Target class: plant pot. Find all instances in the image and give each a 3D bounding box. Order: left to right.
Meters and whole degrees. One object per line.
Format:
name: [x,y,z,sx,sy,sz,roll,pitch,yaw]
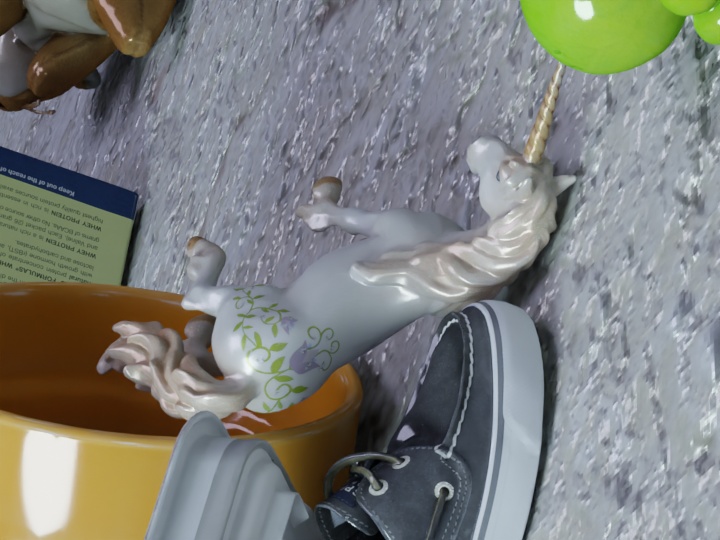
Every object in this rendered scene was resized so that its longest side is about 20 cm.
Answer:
plant pot: [-0.110,0.121,1.112,0.200,0.200,0.184,-128,44,-68]

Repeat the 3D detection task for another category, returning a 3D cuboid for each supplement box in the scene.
supplement box: [-0.260,0.035,1.559,0.134,0.200,0.200,138,146,-56]

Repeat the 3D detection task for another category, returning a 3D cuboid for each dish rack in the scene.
dish rack: [-0.044,0.169,0.945,0.172,0.043,0.200,66,-148,-49]

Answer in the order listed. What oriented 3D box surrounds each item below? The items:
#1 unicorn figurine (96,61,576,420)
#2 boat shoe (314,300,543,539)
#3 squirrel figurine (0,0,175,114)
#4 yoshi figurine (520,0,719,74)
unicorn figurine: [0.000,0.000,1.038,0.200,0.074,0.137,-45,26,-8]
boat shoe: [0.014,0.099,0.949,0.070,0.066,0.200,-23,51,65]
squirrel figurine: [-0.184,-0.194,1.736,0.200,0.141,0.187,-65,3,-32]
yoshi figurine: [0.091,-0.146,0.938,0.112,0.112,0.200,106,166,-45]
